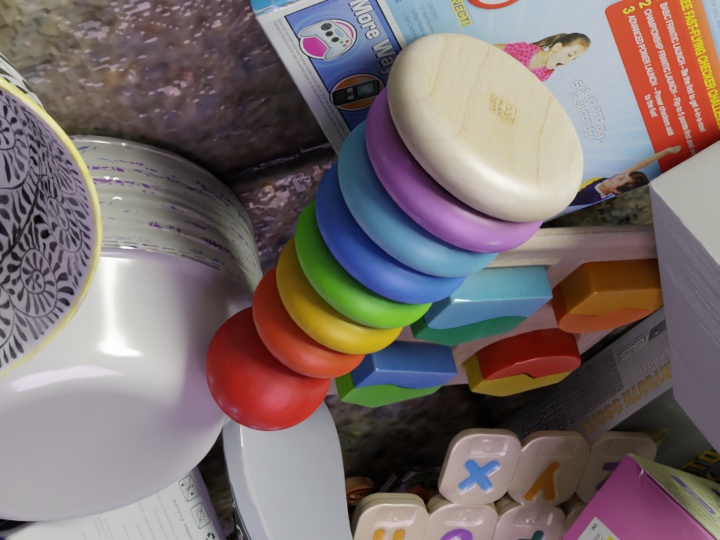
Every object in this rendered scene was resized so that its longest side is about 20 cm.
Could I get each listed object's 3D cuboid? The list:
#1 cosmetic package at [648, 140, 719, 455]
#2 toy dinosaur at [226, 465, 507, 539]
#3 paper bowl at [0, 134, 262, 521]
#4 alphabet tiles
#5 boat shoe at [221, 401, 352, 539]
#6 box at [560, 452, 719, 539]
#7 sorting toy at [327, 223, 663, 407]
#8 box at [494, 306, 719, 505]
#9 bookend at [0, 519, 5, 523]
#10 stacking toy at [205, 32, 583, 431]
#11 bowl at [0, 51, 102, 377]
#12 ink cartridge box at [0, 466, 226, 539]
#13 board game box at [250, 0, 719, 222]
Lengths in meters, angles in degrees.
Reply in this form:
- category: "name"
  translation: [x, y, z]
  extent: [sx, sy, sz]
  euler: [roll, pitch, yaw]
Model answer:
- category: "cosmetic package"
  translation: [0.198, 0.015, 0.890]
  extent: [0.107, 0.090, 0.200]
  euler: [-32, 145, -5]
- category: "toy dinosaur"
  translation: [0.002, 0.160, 1.156]
  extent: [0.199, 0.102, 0.136]
  euler: [13, 127, -1]
- category: "paper bowl"
  translation: [-0.137, 0.039, 0.899]
  extent: [0.200, 0.105, 0.201]
  euler: [-11, 146, -7]
- category: "alphabet tiles"
  translation: [0.085, 0.164, 1.112]
  extent: [0.199, 0.015, 0.196]
  euler: [2, 124, -17]
- category: "boat shoe"
  translation: [-0.040, 0.141, 1.047]
  extent: [0.056, 0.201, 0.069]
  euler: [-2, -160, 44]
- category: "box"
  translation: [0.215, 0.201, 1.049]
  extent: [0.200, 0.176, 0.097]
  euler: [21, 108, -52]
- category: "sorting toy"
  translation: [0.066, 0.027, 0.950]
  extent: [0.199, 0.037, 0.185]
  euler: [-8, 160, -28]
- category: "box"
  translation: [0.201, 0.075, 1.117]
  extent: [0.158, 0.048, 0.200]
  euler: [20, 133, -40]
- category: "bookend"
  translation: [-0.149, 0.235, 1.037]
  extent: [0.092, 0.199, 0.200]
  euler: [-19, 133, 32]
- category: "stacking toy"
  translation: [0.000, 0.000, 0.798]
  extent: [0.085, 0.086, 0.200]
  euler: [12, 135, -33]
- category: "bowl"
  translation: [-0.200, -0.044, 0.753]
  extent: [0.200, 0.094, 0.201]
  euler: [-5, 136, -5]
- category: "ink cartridge box"
  translation: [-0.116, 0.203, 0.974]
  extent: [0.043, 0.199, 0.200]
  euler: [-18, -175, 30]
- category: "board game box"
  translation: [0.075, -0.101, 0.814]
  extent: [0.195, 0.056, 0.200]
  euler: [-20, 145, 8]
